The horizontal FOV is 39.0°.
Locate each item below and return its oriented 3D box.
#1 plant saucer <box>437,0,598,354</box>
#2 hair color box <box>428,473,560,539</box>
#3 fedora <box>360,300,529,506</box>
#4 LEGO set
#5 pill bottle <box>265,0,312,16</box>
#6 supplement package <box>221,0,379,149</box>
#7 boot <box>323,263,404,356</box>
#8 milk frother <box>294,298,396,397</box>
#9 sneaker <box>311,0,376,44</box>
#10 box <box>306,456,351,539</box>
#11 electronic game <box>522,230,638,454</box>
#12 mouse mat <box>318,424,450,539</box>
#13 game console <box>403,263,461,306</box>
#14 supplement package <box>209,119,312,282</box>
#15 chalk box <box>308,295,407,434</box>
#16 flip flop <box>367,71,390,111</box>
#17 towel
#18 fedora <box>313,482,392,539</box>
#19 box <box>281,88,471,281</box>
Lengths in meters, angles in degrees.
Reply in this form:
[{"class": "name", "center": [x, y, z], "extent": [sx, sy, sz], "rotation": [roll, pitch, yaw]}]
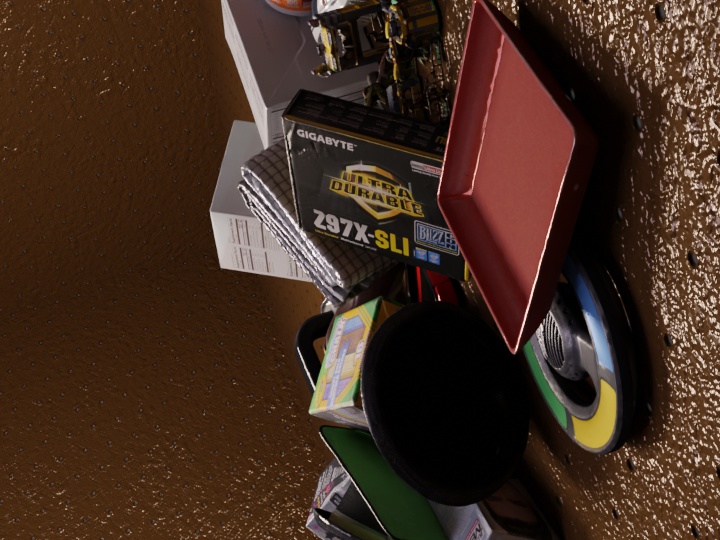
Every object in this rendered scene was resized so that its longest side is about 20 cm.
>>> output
[{"class": "plant saucer", "center": [0.118, -0.076, 0.783], "extent": [0.201, 0.036, 0.202], "rotation": [-112, 23, -46]}, {"class": "hair color box", "center": [0.131, 0.251, 1.121], "extent": [0.061, 0.098, 0.201], "rotation": [-63, 28, 18]}, {"class": "fedora", "center": [0.072, 0.136, 1.021], "extent": [0.091, 0.198, 0.204], "rotation": [-29, 77, 62]}, {"class": "LEGO set", "center": [0.016, -0.188, 1.037], "extent": [0.154, 0.114, 0.203], "rotation": [-121, 17, -54]}, {"class": "pill bottle", "center": [-0.070, -0.403, 1.178], "extent": [0.201, 0.112, 0.116], "rotation": [94, 157, -64]}, {"class": "supplement package", "center": [-0.076, -0.274, 1.293], "extent": [0.111, 0.153, 0.203], "rotation": [97, 154, -64]}, {"class": "boot", "center": [0.000, 0.000, 1.280], "extent": [0.201, 0.071, 0.169], "rotation": [-55, -33, -45]}, {"class": "milk frother", "center": [0.018, 0.096, 1.408], "extent": [0.201, 0.178, 0.190], "rotation": [-54, 50, 45]}, {"class": "sneaker", "center": [-0.013, -0.321, 1.109], "extent": [0.081, 0.077, 0.200], "rotation": [67, 158, 6]}, {"class": "box", "center": [0.040, 0.337, 1.377], "extent": [0.199, 0.115, 0.132], "rotation": [38, -161, -7]}, {"class": "electronic game", "center": [0.165, 0.050, 0.822], "extent": [0.200, 0.041, 0.203], "rotation": [163, 91, -80]}, {"class": "mouse mat", "center": [0.052, 0.242, 1.146], "extent": [0.008, 0.159, 0.200], "rotation": [-63, 37, 18]}, {"class": "game console", "center": [0.091, 0.054, 1.278], "extent": [0.178, 0.030, 0.202], "rotation": [-111, 11, -49]}, {"class": "supplement package", "center": [-0.089, -0.090, 1.401], "extent": [0.151, 0.196, 0.154], "rotation": [93, -173, -60]}, {"class": "chalk box", "center": [0.025, 0.121, 1.169], "extent": [0.200, 0.123, 0.126], "rotation": [-25, 47, 67]}, {"class": "flip flop", "center": [0.013, -0.167, 1.250], "extent": [0.200, 0.057, 0.082], "rotation": [102, 150, -69]}, {"class": "towel", "center": [-0.022, -0.073, 1.165], "extent": [0.201, 0.165, 0.086], "rotation": [49, 151, 15]}, {"class": "fedora", "center": [0.047, 0.297, 1.218], "extent": [0.201, 0.198, 0.093], "rotation": [149, 146, -79]}, {"class": "box", "center": [0.025, -0.083, 1.007], "extent": [0.161, 0.197, 0.050], "rotation": [84, -150, -51]}]
